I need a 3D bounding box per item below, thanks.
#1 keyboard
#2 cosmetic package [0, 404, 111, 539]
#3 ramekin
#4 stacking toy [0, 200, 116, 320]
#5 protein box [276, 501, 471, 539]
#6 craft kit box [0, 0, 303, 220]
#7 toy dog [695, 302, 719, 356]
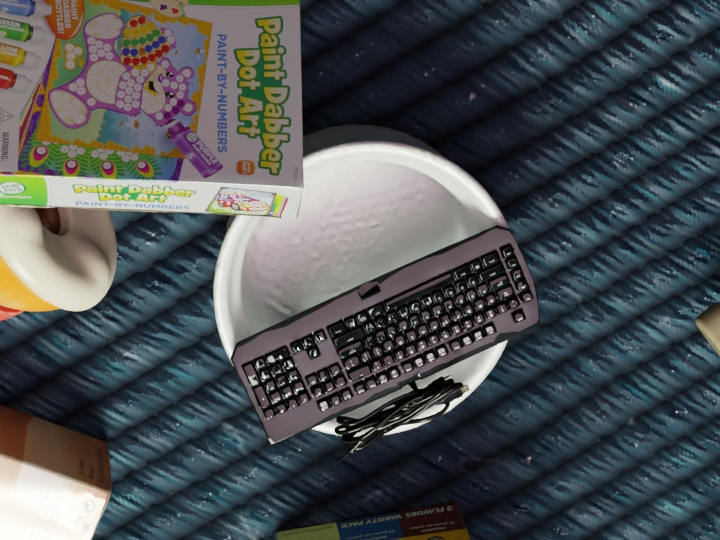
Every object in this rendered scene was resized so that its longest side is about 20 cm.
[{"bbox_3d":[0.025,0.057,1.425,0.199,0.040,0.105,-25,108,3],"label":"keyboard"},{"bbox_3d":[-0.274,0.134,1.484,0.199,0.103,0.088,20,103,-14],"label":"cosmetic package"},{"bbox_3d":[0.000,0.000,1.475,0.199,0.098,0.202,-2,108,-6],"label":"ramekin"},{"bbox_3d":[-0.271,-0.010,1.444,0.199,0.146,0.147,-25,110,22],"label":"stacking toy"},{"bbox_3d":[0.028,0.298,1.520,0.134,0.199,0.201,-9,109,-4],"label":"protein box"},{"bbox_3d":[-0.135,-0.130,1.380,0.196,0.201,0.049,3,152,-10],"label":"craft kit box"},{"bbox_3d":[0.299,0.054,1.547,0.131,0.096,0.201,-19,124,-3],"label":"toy dog"}]
